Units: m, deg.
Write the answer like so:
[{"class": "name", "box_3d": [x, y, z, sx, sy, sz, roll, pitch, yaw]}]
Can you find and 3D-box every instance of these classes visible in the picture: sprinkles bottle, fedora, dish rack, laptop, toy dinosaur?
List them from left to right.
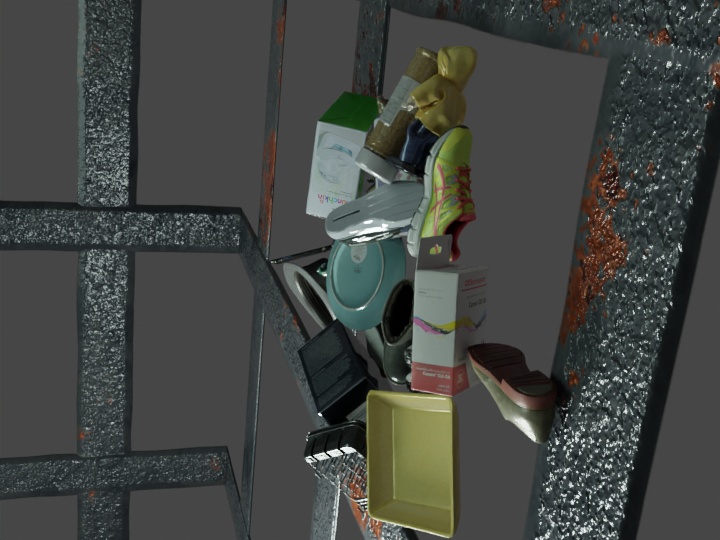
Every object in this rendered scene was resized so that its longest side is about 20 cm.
[{"class": "laptop", "box_3d": [-0.096, -0.086, 1.817, 0.177, 0.195, 0.106, 169, 87, -87]}, {"class": "fedora", "box_3d": [-0.066, 0.042, 1.836, 0.200, 0.090, 0.178, 45, 160, 27]}, {"class": "dish rack", "box_3d": [0.006, 0.344, 1.515, 0.152, 0.200, 0.055, -23, 31, 45]}, {"class": "toy dinosaur", "box_3d": [0.037, -0.201, 1.557, 0.089, 0.046, 0.203, -93, 11, -54]}, {"class": "sprinkles bottle", "box_3d": [0.066, -0.235, 1.353, 0.203, 0.067, 0.068, -61, 21, 4]}]

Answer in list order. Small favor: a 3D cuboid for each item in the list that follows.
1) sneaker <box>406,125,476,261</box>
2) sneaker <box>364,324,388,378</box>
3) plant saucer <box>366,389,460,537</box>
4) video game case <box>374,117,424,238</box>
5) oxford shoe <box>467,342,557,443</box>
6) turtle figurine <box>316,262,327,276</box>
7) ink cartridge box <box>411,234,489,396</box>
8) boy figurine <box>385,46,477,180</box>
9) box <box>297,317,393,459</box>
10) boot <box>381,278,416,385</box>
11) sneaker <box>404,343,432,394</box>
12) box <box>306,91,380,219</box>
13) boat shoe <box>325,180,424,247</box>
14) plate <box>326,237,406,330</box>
[{"class": "sneaker", "box_3d": [0.137, -0.106, 1.289, 0.089, 0.077, 0.205, 23, 106, 37]}, {"class": "sneaker", "box_3d": [0.027, 0.107, 1.622, 0.086, 0.071, 0.203, 110, 153, -43]}, {"class": "plant saucer", "box_3d": [0.089, 0.290, 1.374, 0.198, 0.048, 0.205, -5, 84, 51]}, {"class": "video game case", "box_3d": [0.085, -0.161, 1.420, 0.180, 0.023, 0.206, -9, 81, 52]}, {"class": "oxford shoe", "box_3d": [0.182, 0.148, 1.114, 0.200, 0.069, 0.077, -125, 30, -70]}, {"class": "turtle figurine", "box_3d": [-0.001, -0.036, 1.691, 0.151, 0.100, 0.200, -53, -2, -22]}, {"class": "ink cartridge box", "box_3d": [0.124, 0.056, 1.212, 0.066, 0.116, 0.205, 5, 97, 28]}, {"class": "boy figurine", "box_3d": [0.106, -0.235, 1.294, 0.064, 0.123, 0.204, 30, 101, 42]}, {"class": "box", "box_3d": [-0.016, 0.209, 1.596, 0.149, 0.106, 0.201, 50, -173, -31]}, {"class": "boot", "box_3d": [0.066, 0.099, 1.370, 0.200, 0.071, 0.187, -44, -39, -85]}, {"class": "sneaker", "box_3d": [0.113, 0.140, 1.358, 0.091, 0.066, 0.201, -52, -21, -20]}, {"class": "box", "box_3d": [-0.025, -0.210, 1.634, 0.201, 0.094, 0.180, -63, -16, -62]}, {"class": "boat shoe", "box_3d": [0.039, -0.087, 1.403, 0.196, 0.071, 0.074, -12, 62, 32]}, {"class": "plate", "box_3d": [0.000, 0.000, 1.527, 0.198, 0.025, 0.206, -12, 74, 46]}]
